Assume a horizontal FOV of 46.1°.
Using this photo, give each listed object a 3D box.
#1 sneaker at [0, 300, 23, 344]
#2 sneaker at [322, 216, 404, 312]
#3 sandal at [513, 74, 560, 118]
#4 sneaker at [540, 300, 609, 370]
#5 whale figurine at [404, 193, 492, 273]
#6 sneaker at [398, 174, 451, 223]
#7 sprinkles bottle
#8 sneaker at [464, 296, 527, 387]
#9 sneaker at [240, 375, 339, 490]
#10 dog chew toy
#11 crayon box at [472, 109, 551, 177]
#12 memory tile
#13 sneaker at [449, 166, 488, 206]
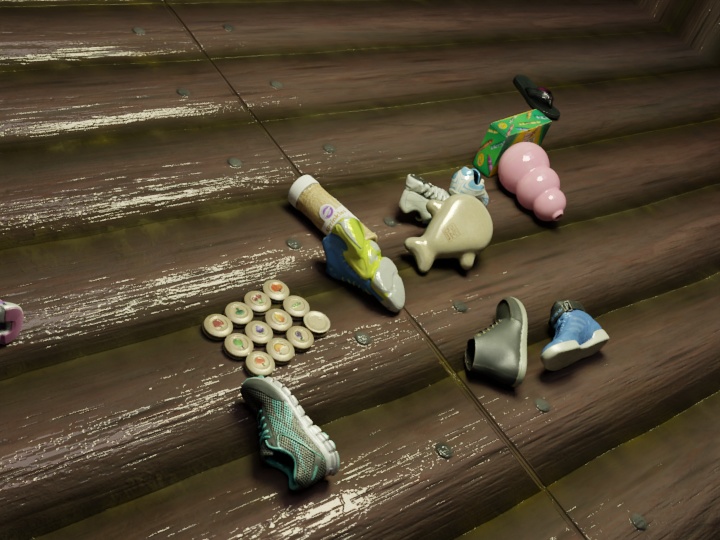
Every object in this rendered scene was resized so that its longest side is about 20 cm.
[{"bbox_3d":[-0.589,0.082,1.203,0.088,0.082,0.198,35,36,25],"label":"sneaker"},{"bbox_3d":[0.000,0.000,1.582,0.202,0.104,0.076,58,36,-4],"label":"sneaker"},{"bbox_3d":[0.497,-0.500,2.381,0.074,0.049,0.202,-6,47,-31],"label":"sandal"},{"bbox_3d":[0.386,0.117,1.621,0.197,0.077,0.112,-12,57,-41],"label":"sneaker"},{"bbox_3d":[0.175,-0.068,1.727,0.198,0.104,0.161,-33,88,-21],"label":"whale figurine"},{"bbox_3d":[0.162,-0.134,1.805,0.197,0.082,0.075,22,13,-33],"label":"sneaker"},{"bbox_3d":[-0.056,-0.103,1.662,0.199,0.069,0.068,42,43,21],"label":"sprinkles bottle"},{"bbox_3d":[0.248,0.114,1.561,0.104,0.076,0.202,17,41,-10],"label":"sneaker"},{"bbox_3d":[-0.122,0.240,1.251,0.199,0.079,0.090,41,47,23],"label":"sneaker"},{"bbox_3d":[0.404,-0.199,1.956,0.122,0.125,0.202,-11,58,-34],"label":"dog chew toy"},{"bbox_3d":[0.370,-0.311,2.057,0.198,0.120,0.058,-24,57,-41],"label":"crayon box"},{"bbox_3d":[-0.156,0.094,1.437,0.152,0.017,0.199,39,42,17],"label":"memory tile"},{"bbox_3d":[0.248,-0.182,1.849,0.071,0.073,0.199,35,11,18],"label":"sneaker"}]
